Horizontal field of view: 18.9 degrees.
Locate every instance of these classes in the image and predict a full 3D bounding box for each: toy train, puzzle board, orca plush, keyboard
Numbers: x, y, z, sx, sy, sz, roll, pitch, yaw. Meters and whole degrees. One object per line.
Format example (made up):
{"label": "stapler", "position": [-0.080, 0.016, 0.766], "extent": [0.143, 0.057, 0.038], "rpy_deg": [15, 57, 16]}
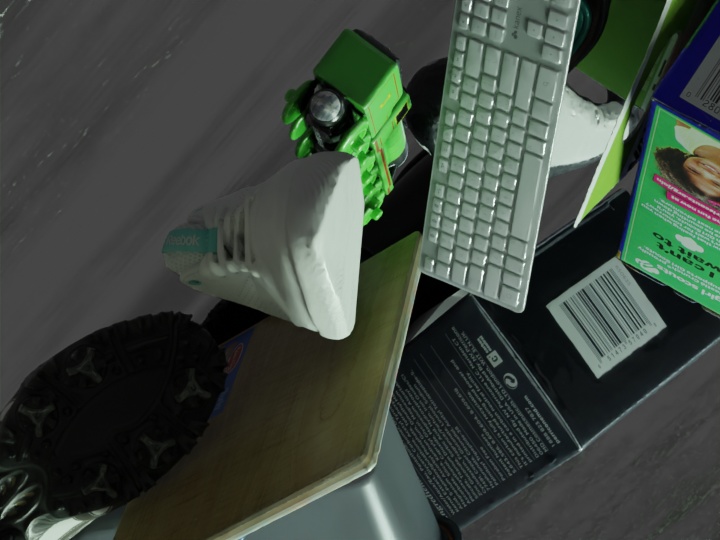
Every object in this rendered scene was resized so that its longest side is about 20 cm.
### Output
{"label": "toy train", "position": [-0.001, -0.065, 1.006], "extent": [0.057, 0.042, 0.200], "rpy_deg": [-54, 172, -5]}
{"label": "puzzle board", "position": [-0.041, 0.067, 0.999], "extent": [0.150, 0.017, 0.200], "rpy_deg": [-30, -160, 22]}
{"label": "orca plush", "position": [0.077, -0.094, 1.156], "extent": [0.199, 0.071, 0.106], "rpy_deg": [-20, 130, -46]}
{"label": "keyboard", "position": [0.062, -0.069, 0.958], "extent": [0.011, 0.056, 0.201], "rpy_deg": [-39, 147, -43]}

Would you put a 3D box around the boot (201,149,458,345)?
{"label": "boot", "position": [0.000, -0.001, 1.174], "extent": [0.198, 0.073, 0.162], "rpy_deg": [-44, 169, 15]}

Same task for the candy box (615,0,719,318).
{"label": "candy box", "position": [0.200, -0.087, 1.021], "extent": [0.170, 0.077, 0.200], "rpy_deg": [-55, 165, -16]}

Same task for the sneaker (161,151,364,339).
{"label": "sneaker", "position": [-0.043, -0.009, 0.937], "extent": [0.200, 0.088, 0.076], "rpy_deg": [101, -4, -83]}

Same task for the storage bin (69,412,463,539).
{"label": "storage bin", "position": [-0.050, 0.135, 1.099], "extent": [0.198, 0.135, 0.146], "rpy_deg": [-10, -146, 9]}

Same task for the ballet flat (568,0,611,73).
{"label": "ballet flat", "position": [0.095, -0.148, 0.954], "extent": [0.073, 0.073, 0.200], "rpy_deg": [-40, 167, -24]}

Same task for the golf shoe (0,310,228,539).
{"label": "golf shoe", "position": [-0.149, 0.091, 1.008], "extent": [0.200, 0.078, 0.094], "rpy_deg": [-41, -171, -9]}

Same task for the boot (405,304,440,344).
{"label": "boot", "position": [0.038, -0.008, 1.340], "extent": [0.198, 0.073, 0.163], "rpy_deg": [-46, 177, -43]}

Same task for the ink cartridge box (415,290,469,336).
{"label": "ink cartridge box", "position": [-0.019, 0.078, 1.500], "extent": [0.116, 0.068, 0.200], "rpy_deg": [-33, 166, -49]}

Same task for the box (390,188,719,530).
{"label": "box", "position": [0.087, 0.064, 1.245], "extent": [0.148, 0.105, 0.200], "rpy_deg": [-32, 174, -40]}

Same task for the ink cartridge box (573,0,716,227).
{"label": "ink cartridge box", "position": [0.141, -0.138, 1.027], "extent": [0.200, 0.075, 0.148], "rpy_deg": [-44, 161, -42]}
